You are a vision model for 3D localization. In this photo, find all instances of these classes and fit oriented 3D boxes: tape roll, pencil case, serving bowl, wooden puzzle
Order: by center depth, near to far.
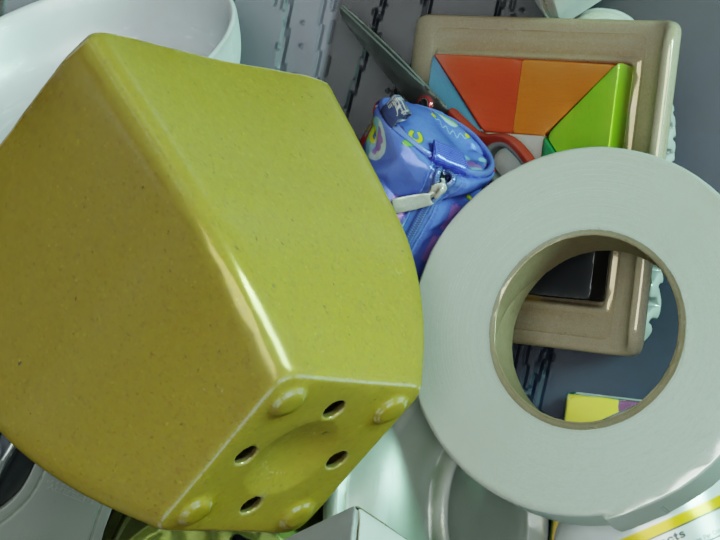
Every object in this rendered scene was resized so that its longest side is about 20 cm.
[{"bbox_3d":[0.124,0.035,1.496,0.202,0.037,0.204,-5,74,18],"label":"tape roll"},{"bbox_3d":[0.000,0.000,1.564,0.078,0.087,0.200,25,106,-18],"label":"pencil case"},{"bbox_3d":[0.089,-0.052,1.596,0.199,0.037,0.186,5,88,43],"label":"wooden puzzle"},{"bbox_3d":[-0.157,-0.095,1.616,0.199,0.200,0.066,-15,120,5],"label":"serving bowl"}]

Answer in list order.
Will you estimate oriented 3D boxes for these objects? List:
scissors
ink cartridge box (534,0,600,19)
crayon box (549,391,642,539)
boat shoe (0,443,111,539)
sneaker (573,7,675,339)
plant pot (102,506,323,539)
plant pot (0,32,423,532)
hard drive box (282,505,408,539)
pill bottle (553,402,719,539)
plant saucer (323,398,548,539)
[{"bbox_3d":[0.050,-0.090,1.606,0.073,0.014,0.201,-40,61,30],"label":"scissors"},{"bbox_3d":[0.116,-0.262,1.619,0.146,0.084,0.200,-32,77,3],"label":"ink cartridge box"},{"bbox_3d":[0.207,0.167,1.620,0.199,0.058,0.173,7,90,6],"label":"crayon box"},{"bbox_3d":[-0.176,0.130,1.628,0.075,0.060,0.200,31,108,-15],"label":"boat shoe"},{"bbox_3d":[0.144,-0.054,1.625,0.075,0.081,0.201,-3,86,7],"label":"sneaker"},{"bbox_3d":[-0.072,0.191,1.580,0.199,0.190,0.201,0,89,6],"label":"plant pot"},{"bbox_3d":[-0.082,0.026,1.460,0.194,0.195,0.200,-49,59,24],"label":"plant pot"},{"bbox_3d":[0.034,0.239,1.442,0.077,0.156,0.200,-28,130,34],"label":"hard drive box"},{"bbox_3d":[0.174,0.172,1.537,0.112,0.112,0.201,-24,85,4],"label":"pill bottle"},{"bbox_3d":[0.057,0.138,1.568,0.050,0.200,0.201,-6,87,36],"label":"plant saucer"}]
